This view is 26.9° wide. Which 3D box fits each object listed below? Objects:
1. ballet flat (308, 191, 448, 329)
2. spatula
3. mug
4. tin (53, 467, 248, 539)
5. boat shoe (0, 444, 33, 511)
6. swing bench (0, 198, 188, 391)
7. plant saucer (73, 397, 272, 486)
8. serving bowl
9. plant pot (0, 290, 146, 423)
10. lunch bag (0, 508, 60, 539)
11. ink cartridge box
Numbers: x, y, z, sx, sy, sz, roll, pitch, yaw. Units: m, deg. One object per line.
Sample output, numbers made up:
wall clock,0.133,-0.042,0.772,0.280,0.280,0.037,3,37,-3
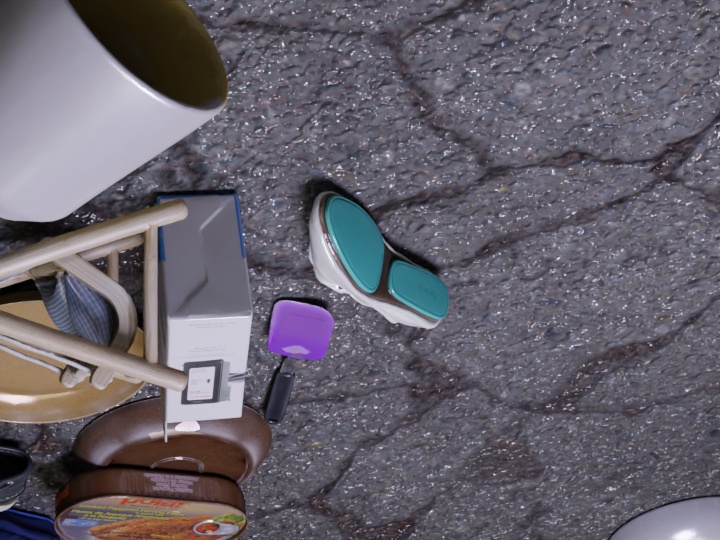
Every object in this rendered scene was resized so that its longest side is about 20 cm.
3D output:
ballet flat,0.000,0.000,1.246,0.069,0.070,0.200,-26,144,23
spatula,-0.066,0.091,1.391,0.056,0.021,0.201,10,146,-6
mug,-0.174,-0.104,0.943,0.153,0.150,0.186,-39,142,22
tin,-0.208,0.240,1.506,0.198,0.042,0.112,10,146,-27
boat shoe,-0.393,0.180,1.393,0.198,0.075,0.066,19,135,-37
swing bench,-0.238,0.021,1.079,0.198,0.131,0.199,1,177,-17
plant saucer,-0.184,0.187,1.496,0.198,0.032,0.201,-7,147,-4
serving bowl,0.408,0.353,1.859,0.198,0.066,0.201,-6,146,-4
plant pot,-0.278,0.072,1.306,0.198,0.028,0.201,-7,145,-5
lunch bag,-0.391,0.315,1.543,0.199,0.133,0.136,24,118,-39
ink cartridge box,-0.131,0.044,1.221,0.067,0.117,0.201,-3,147,-11
